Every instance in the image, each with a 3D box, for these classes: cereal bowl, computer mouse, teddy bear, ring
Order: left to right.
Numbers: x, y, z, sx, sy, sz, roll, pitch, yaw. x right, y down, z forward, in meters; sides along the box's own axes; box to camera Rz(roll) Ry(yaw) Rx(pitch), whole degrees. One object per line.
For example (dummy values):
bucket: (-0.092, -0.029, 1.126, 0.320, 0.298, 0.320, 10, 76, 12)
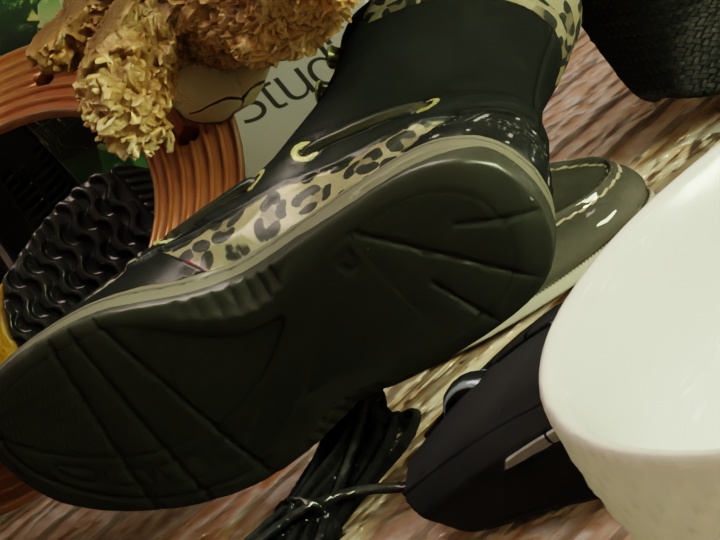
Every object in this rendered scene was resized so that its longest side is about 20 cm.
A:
ring: (-0.122, 0.004, 0.986, 0.200, 0.019, 0.201, -18, 51, 24)
teddy bear: (-0.027, -0.091, 0.898, 0.200, 0.067, 0.145, -30, 23, 41)
computer mouse: (0.036, 0.051, 0.782, 0.200, 0.046, 0.140, -16, 23, 38)
cereal bowl: (0.145, 0.014, 0.649, 0.200, 0.083, 0.200, -28, 20, 11)

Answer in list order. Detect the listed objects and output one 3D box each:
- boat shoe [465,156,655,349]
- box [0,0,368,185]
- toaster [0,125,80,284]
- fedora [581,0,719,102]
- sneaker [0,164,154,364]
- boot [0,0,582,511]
boat shoe: (0.000, 0.000, 0.946, 0.199, 0.057, 0.067, -24, 21, 23)
box: (-0.065, -0.090, 1.056, 0.144, 0.200, 0.036, -25, 37, 21)
toaster: (-0.137, -0.087, 1.183, 0.118, 0.181, 0.200, -9, 30, 51)
fedora: (0.135, -0.119, 0.974, 0.200, 0.092, 0.201, -23, 16, 7)
sneaker: (-0.130, 0.044, 1.056, 0.200, 0.070, 0.090, -40, -11, 3)
boot: (-0.018, -0.014, 0.887, 0.203, 0.074, 0.154, -27, 24, 27)
